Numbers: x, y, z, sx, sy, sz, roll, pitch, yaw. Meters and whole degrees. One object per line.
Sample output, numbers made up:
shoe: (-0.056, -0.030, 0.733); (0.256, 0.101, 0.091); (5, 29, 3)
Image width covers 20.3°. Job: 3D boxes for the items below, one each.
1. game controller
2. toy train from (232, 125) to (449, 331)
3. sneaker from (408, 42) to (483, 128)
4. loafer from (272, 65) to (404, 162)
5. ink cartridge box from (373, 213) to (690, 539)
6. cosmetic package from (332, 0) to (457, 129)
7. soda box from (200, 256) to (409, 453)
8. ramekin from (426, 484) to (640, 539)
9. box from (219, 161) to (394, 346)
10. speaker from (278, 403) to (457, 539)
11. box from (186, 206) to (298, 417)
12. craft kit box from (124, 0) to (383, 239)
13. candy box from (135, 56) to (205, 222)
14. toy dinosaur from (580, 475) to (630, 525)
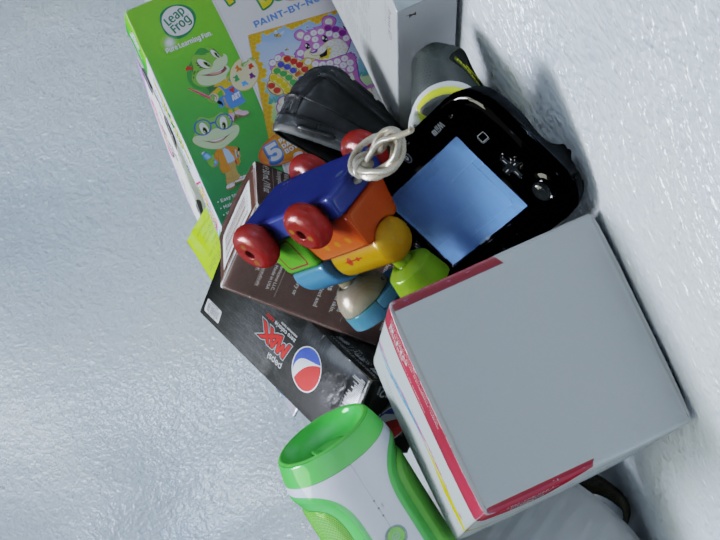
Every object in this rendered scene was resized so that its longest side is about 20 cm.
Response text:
game controller: (0.065, -0.048, 1.289); (0.104, 0.042, 0.200); (36, 150, -8)
toy train: (0.014, -0.024, 1.282); (0.116, 0.085, 0.200); (46, 151, -16)
sneaker: (0.078, -0.077, 1.385); (0.201, 0.074, 0.085); (74, -171, -51)
loafer: (0.024, -0.067, 1.476); (0.200, 0.071, 0.068); (37, 163, -5)
ink cartridge box: (0.103, 0.075, 1.300); (0.200, 0.145, 0.145); (103, 142, -77)
cosmetic package: (0.016, -0.208, 1.434); (0.200, 0.051, 0.152); (86, 161, -71)
soda box: (-0.033, 0.056, 1.487); (0.200, 0.070, 0.064); (42, 117, 41)
ramekin: (0.126, 0.220, 1.507); (0.200, 0.098, 0.201); (33, 159, 14)
box: (0.000, 0.000, 1.466); (0.100, 0.199, 0.075); (-102, 37, -68)
speaker: (0.024, 0.193, 1.385); (0.201, 0.088, 0.088); (58, 175, -14)
box: (-0.059, 0.004, 1.606); (0.200, 0.047, 0.122); (56, 130, 32)
craft kit box: (-0.054, -0.146, 1.557); (0.049, 0.199, 0.199); (100, 145, -74)
candy box: (-0.068, -0.135, 1.684); (0.072, 0.199, 0.168); (-121, 11, -45)
toy dinosaur: (0.136, 0.135, 1.534); (0.103, 0.077, 0.200); (57, -175, -38)
